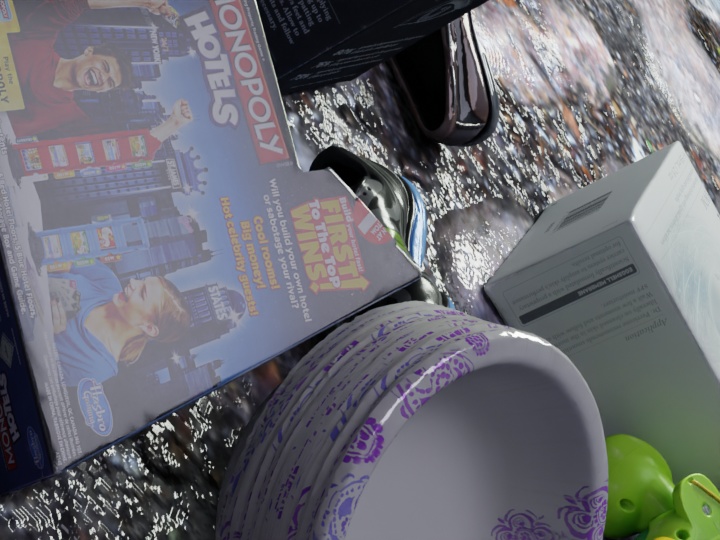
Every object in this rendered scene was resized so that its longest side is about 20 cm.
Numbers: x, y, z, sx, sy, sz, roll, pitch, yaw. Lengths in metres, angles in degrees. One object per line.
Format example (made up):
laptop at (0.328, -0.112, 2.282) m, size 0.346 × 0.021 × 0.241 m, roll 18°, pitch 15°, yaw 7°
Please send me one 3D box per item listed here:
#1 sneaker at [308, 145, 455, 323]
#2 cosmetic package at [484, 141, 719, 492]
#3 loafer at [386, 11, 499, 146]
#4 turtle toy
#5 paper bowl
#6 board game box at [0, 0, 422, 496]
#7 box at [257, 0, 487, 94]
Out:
sneaker at (0.000, 0.000, 0.961) m, size 0.082 × 0.071 × 0.200 m, roll 34°, pitch 25°, yaw -27°
cosmetic package at (0.210, 0.042, 1.246) m, size 0.201 × 0.122 × 0.199 m, roll 60°, pitch 27°, yaw -8°
loafer at (0.039, -0.181, 1.200) m, size 0.063 × 0.072 × 0.201 m, roll -12°, pitch 80°, yaw -58°
turtle toy at (0.211, 0.196, 1.124) m, size 0.145 × 0.101 × 0.201 m, roll -20°, pitch 80°, yaw -40°
paper bowl at (0.014, 0.114, 0.784) m, size 0.200 × 0.104 × 0.202 m, roll -18°, pitch 116°, yaw -43°
board game box at (-0.078, -0.025, 0.740) m, size 0.199 × 0.062 × 0.202 m, roll -9°, pitch 81°, yaw -38°
box at (0.017, -0.194, 1.021) m, size 0.105 × 0.199 × 0.148 m, roll 64°, pitch 26°, yaw 2°
